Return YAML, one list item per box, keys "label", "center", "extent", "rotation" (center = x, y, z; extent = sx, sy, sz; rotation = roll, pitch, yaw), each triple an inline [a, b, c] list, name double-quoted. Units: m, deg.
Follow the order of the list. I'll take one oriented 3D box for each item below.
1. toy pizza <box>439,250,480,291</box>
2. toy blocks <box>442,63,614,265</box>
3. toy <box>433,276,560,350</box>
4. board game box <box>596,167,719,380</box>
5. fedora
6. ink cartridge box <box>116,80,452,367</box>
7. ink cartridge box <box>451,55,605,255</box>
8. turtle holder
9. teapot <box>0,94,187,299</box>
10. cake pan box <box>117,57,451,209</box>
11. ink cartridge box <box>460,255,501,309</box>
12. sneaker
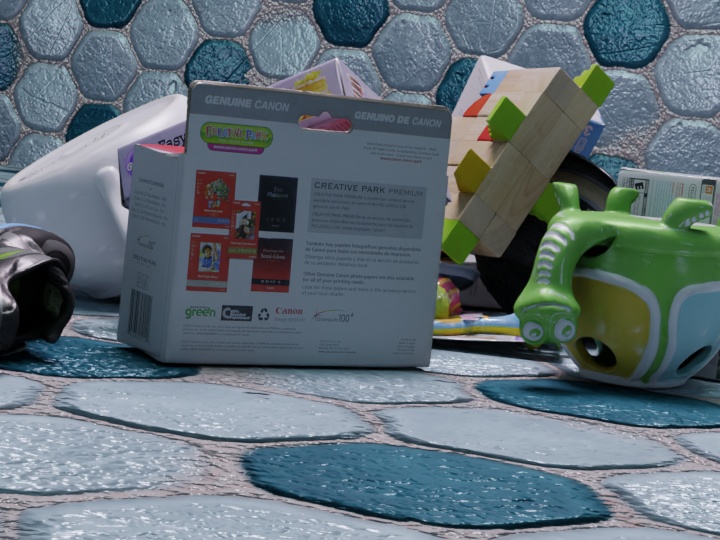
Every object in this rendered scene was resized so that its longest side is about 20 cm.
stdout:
- label: "toy pizza"
  center: [0.000, 0.000, 1.379]
  extent: [0.198, 0.032, 0.200]
  rotation: [-2, -8, 0]
- label: "toy blocks"
  center: [0.103, -0.091, 1.366]
  extent: [0.100, 0.201, 0.136]
  rotation: [40, -13, -24]
- label: "toy"
  center: [0.061, 0.029, 1.293]
  extent: [0.198, 0.048, 0.115]
  rotation: [7, 3, 7]
- label: "board game box"
  center: [0.284, 0.007, 1.225]
  extent: [0.198, 0.149, 0.064]
  rotation: [9, 4, 33]
- label: "fedora"
  center: [0.163, -0.007, 1.394]
  extent: [0.091, 0.202, 0.200]
  rotation: [-30, 22, -26]
- label: "ink cartridge box"
  center: [-0.047, -0.030, 1.092]
  extent: [0.198, 0.178, 0.084]
  rotation: [4, 6, -30]
- label: "ink cartridge box"
  center: [0.124, -0.081, 1.507]
  extent: [0.114, 0.201, 0.068]
  rotation: [15, 32, -17]
- label: "turtle holder"
  center: [0.190, 0.012, 1.138]
  extent: [0.139, 0.133, 0.185]
  rotation: [8, 6, 16]
- label: "teapot"
  center: [-0.183, -0.041, 1.340]
  extent: [0.196, 0.147, 0.200]
  rotation: [-16, 17, 39]
- label: "cake pan box"
  center: [-0.050, -0.066, 1.216]
  extent: [0.183, 0.053, 0.200]
  rotation: [-19, -24, 21]
- label: "ink cartridge box"
  center: [0.062, 0.001, 1.663]
  extent: [0.174, 0.045, 0.200]
  rotation: [6, 4, -1]
- label: "sneaker"
  center: [-0.211, 0.019, 1.014]
  extent: [0.082, 0.072, 0.200]
  rotation: [11, 10, 4]
